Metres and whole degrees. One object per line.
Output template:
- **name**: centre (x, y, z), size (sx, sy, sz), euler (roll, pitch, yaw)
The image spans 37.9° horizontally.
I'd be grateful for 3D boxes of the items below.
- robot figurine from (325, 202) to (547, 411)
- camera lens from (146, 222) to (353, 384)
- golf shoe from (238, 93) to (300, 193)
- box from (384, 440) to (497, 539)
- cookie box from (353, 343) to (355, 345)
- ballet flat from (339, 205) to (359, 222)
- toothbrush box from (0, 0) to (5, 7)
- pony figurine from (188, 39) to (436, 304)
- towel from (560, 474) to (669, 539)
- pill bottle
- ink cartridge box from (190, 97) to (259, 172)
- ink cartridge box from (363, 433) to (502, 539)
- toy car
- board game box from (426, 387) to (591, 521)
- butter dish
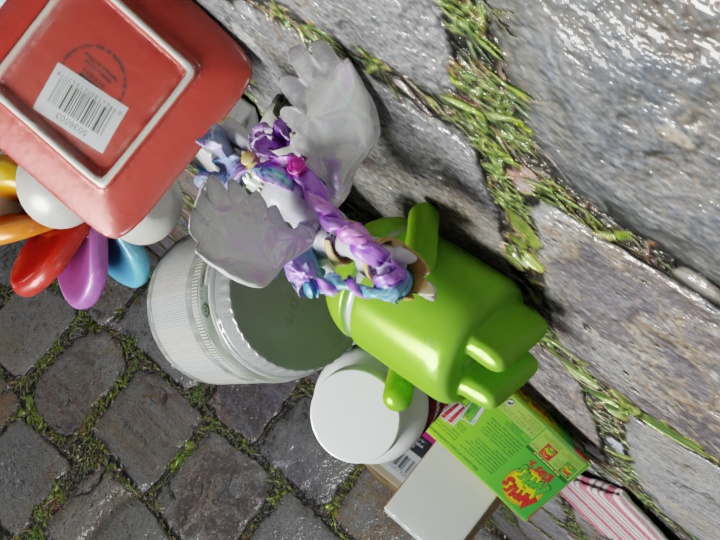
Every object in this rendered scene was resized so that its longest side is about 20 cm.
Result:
- **robot figurine**: centre (0.055, 0.031, 0.876), size (0.199, 0.115, 0.177), euler (33, 139, 29)
- **camera lens**: centre (-0.106, 0.029, 1.017), size (0.160, 0.161, 0.199), euler (44, 154, -20)
- **golf shoe**: centre (-0.074, -0.091, 0.926), size (0.077, 0.088, 0.200), euler (43, 168, -4)
- **box**: centre (0.126, 0.242, 1.270), size (0.097, 0.200, 0.124), euler (38, 169, 10)
- **cookie box**: centre (0.021, 0.099, 1.327), size (0.199, 0.076, 0.171), euler (37, 175, -31)
- **ballet flat**: centre (0.000, 0.000, 1.095), size (0.074, 0.074, 0.200), euler (31, 167, 43)
- **toothbrush box**: centre (-0.358, -0.327, 0.974), size (0.146, 0.085, 0.200), euler (32, 168, 41)
- **pony figurine**: centre (-0.045, -0.054, 0.766), size (0.193, 0.167, 0.199), euler (44, 170, -37)
- **towel**: centre (0.318, 0.301, 1.320), size (0.146, 0.030, 0.200), euler (44, 167, -16)
- **pill bottle**: centre (0.019, 0.123, 1.026), size (0.113, 0.113, 0.200), euler (39, -167, 9)
- **ink cartridge box**: centre (-0.192, -0.175, 1.051), size (0.200, 0.068, 0.116), euler (39, 169, 12)
- **ink cartridge box**: centre (0.120, 0.266, 1.493), size (0.199, 0.165, 0.075), euler (30, 164, 42)
- **toy car**: centre (-0.280, -0.040, 1.025), size (0.199, 0.152, 0.174), euler (12, 172, -38)
- **board game box**: centre (0.147, 0.172, 1.155), size (0.200, 0.102, 0.048), euler (43, -164, -11)
- **butter dish**: centre (-0.213, -0.164, 0.915), size (0.200, 0.200, 0.148), euler (41, -173, -3)
